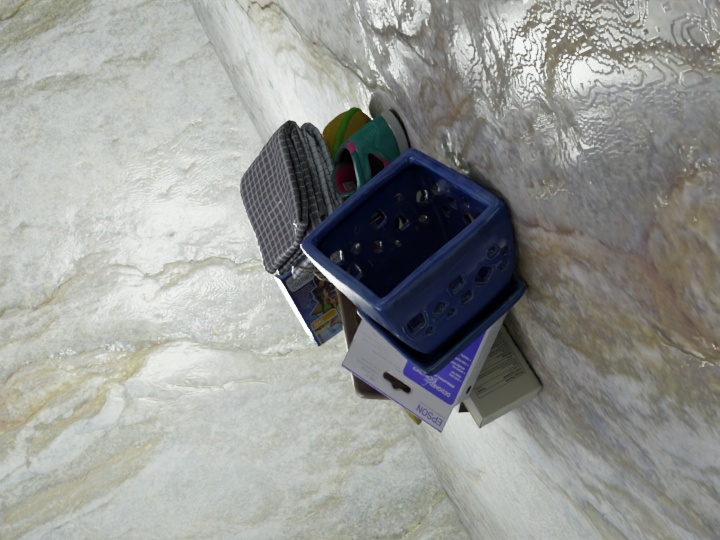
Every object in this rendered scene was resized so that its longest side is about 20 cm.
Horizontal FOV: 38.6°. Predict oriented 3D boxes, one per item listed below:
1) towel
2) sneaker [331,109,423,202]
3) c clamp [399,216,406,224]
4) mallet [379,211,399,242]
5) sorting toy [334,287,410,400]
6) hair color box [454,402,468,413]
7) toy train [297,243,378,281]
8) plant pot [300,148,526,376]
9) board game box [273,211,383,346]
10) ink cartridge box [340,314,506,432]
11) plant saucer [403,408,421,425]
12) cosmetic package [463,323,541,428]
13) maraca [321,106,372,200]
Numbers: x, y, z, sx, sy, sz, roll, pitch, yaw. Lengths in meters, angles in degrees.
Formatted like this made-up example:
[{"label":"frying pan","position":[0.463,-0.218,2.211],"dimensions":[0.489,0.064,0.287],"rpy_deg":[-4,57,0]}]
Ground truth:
[{"label":"towel","position":[-0.110,-0.106,1.580],"dimensions":[0.166,0.085,0.201],"rpy_deg":[-44,54,45]},{"label":"sneaker","position":[0.021,-0.135,1.532],"dimensions":[0.084,0.120,0.200],"rpy_deg":[55,170,43]},{"label":"c clamp","position":[0.078,-0.098,1.690],"dimensions":[0.200,0.027,0.171],"rpy_deg":[63,179,-22]},{"label":"mallet","position":[0.086,-0.020,1.723],"dimensions":[0.200,0.041,0.066],"rpy_deg":[58,176,9]},{"label":"sorting toy","position":[0.051,0.119,1.617],"dimensions":[0.036,0.185,0.201],"rpy_deg":[-45,49,43]},{"label":"hair color box","position":[0.156,0.137,1.688],"dimensions":[0.200,0.064,0.111],"rpy_deg":[-128,42,-61]},{"label":"toy train","position":[0.000,0.000,1.605],"dimensions":[0.116,0.199,0.085],"rpy_deg":[159,116,-84]},{"label":"plant pot","position":[0.078,-0.001,1.280],"dimensions":[0.200,0.200,0.180],"rpy_deg":[39,166,48]},{"label":"board game box","position":[-0.024,0.012,1.673],"dimensions":[0.136,0.200,0.034],"rpy_deg":[62,165,-20]},{"label":"ink cartridge box","position":[0.089,0.097,1.476],"dimensions":[0.198,0.201,0.043],"rpy_deg":[32,-166,30]},{"label":"plant saucer","position":[0.096,0.142,1.849],"dimensions":[0.048,0.200,0.200],"rpy_deg":[7,142,24]},{"label":"cosmetic package","position":[0.169,0.119,1.517],"dimensions":[0.200,0.105,0.071],"rpy_deg":[61,172,19]},{"label":"maraca","position":[-0.022,-0.159,1.631],"dimensions":[0.137,0.107,0.201],"rpy_deg":[4,-82,-70]}]
